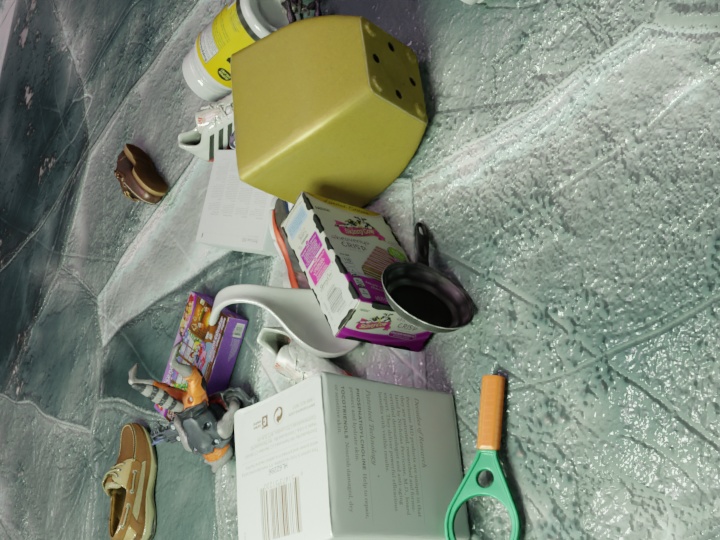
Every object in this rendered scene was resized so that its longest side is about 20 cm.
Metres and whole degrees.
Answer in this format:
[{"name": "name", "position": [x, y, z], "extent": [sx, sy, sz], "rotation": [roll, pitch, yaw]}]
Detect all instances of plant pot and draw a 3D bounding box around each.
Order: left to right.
[{"name": "plant pot", "position": [-0.027, -0.208, 1.239], "extent": [0.199, 0.193, 0.198], "rotation": [-26, 59, 35]}]

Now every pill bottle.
[{"name": "pill bottle", "position": [-0.193, -0.359, 1.544], "extent": [0.199, 0.113, 0.116], "rotation": [-30, 56, 42]}]

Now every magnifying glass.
[{"name": "magnifying glass", "position": [0.133, 0.211, 1.017], "extent": [0.078, 0.022, 0.203], "rotation": [0, 72, 21]}]

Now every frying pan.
[{"name": "frying pan", "position": [0.060, 0.008, 1.116], "extent": [0.191, 0.114, 0.031], "rotation": [59, 134, 43]}]

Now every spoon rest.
[{"name": "spoon rest", "position": [-0.091, 0.058, 1.233], "extent": [0.061, 0.197, 0.100], "rotation": [105, 174, -49]}]

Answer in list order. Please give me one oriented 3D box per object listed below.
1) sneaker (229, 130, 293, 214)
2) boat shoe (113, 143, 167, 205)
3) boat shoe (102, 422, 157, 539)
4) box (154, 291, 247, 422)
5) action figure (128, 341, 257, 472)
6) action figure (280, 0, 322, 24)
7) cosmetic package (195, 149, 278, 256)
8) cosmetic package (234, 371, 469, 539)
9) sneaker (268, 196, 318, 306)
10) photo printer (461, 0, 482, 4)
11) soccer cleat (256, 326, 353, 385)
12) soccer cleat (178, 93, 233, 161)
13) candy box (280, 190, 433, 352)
[{"name": "sneaker", "position": [-0.123, -0.144, 1.353], "extent": [0.107, 0.070, 0.203], "rotation": [-14, 64, 16]}, {"name": "boat shoe", "position": [-0.408, -0.162, 1.781], "extent": [0.071, 0.070, 0.200], "rotation": [-56, 33, 12]}, {"name": "boat shoe", "position": [-0.378, 0.345, 1.575], "extent": [0.075, 0.073, 0.202], "rotation": [-36, 53, 38]}, {"name": "box", "position": [-0.251, 0.149, 1.511], "extent": [0.136, 0.039, 0.203], "rotation": [25, 98, 52]}, {"name": "action figure", "position": [-0.259, 0.213, 1.390], "extent": [0.199, 0.194, 0.105], "rotation": [-30, 18, 25]}, {"name": "action figure", "position": [-0.093, -0.427, 1.446], "extent": [0.102, 0.117, 0.202], "rotation": [-50, 52, 51]}, {"name": "cosmetic package", "position": [-0.170, -0.105, 1.483], "extent": [0.199, 0.051, 0.153], "rotation": [8, 82, 51]}, {"name": "cosmetic package", "position": [-0.012, 0.224, 1.063], "extent": [0.167, 0.198, 0.169], "rotation": [-28, 59, 42]}, {"name": "sneaker", "position": [-0.069, -0.030, 1.338], "extent": [0.081, 0.077, 0.202], "rotation": [-25, 58, 14]}, {"name": "photo printer", "position": [0.169, -0.445, 1.160], "extent": [0.200, 0.069, 0.168], "rotation": [-39, 51, 37]}, {"name": "soccer cleat", "position": [-0.067, 0.133, 1.252], "extent": [0.200, 0.084, 0.069], "rotation": [46, 113, 48]}, {"name": "soccer cleat", "position": [-0.215, -0.244, 1.543], "extent": [0.199, 0.084, 0.069], "rotation": [-36, 52, 39]}, {"name": "candy box", "position": [0.000, 0.000, 1.171], "extent": [0.061, 0.135, 0.201], "rotation": [-55, 43, 26]}]
